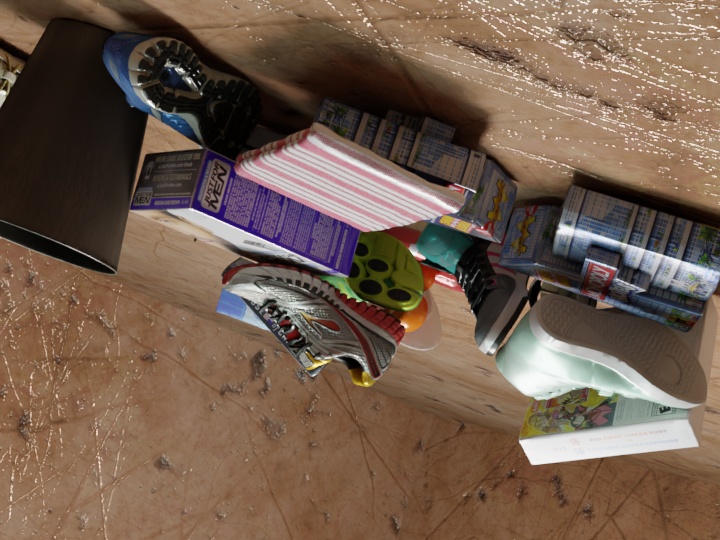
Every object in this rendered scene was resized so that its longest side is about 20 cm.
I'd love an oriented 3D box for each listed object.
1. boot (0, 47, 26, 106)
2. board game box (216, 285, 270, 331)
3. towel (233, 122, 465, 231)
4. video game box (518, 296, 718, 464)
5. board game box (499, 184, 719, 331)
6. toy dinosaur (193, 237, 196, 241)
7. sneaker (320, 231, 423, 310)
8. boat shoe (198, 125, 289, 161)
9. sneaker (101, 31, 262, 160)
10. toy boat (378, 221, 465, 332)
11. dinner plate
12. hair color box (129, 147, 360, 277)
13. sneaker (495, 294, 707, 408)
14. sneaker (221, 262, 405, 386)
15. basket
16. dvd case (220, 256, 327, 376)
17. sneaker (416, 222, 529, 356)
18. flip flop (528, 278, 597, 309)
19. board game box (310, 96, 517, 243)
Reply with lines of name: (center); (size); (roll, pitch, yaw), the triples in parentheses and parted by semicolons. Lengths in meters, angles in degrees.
boot: (-0.362, -0.197, 1.411); (0.198, 0.073, 0.155); (16, 168, 22)
board game box: (-0.058, 0.028, 1.663); (0.197, 0.044, 0.200); (21, -155, 1)
towel: (-0.014, -0.080, 1.147); (0.145, 0.030, 0.200); (23, 167, -21)
video game box: (0.272, 0.111, 1.395); (0.181, 0.201, 0.047); (-9, 124, 28)
board game box: (0.231, -0.014, 1.255); (0.198, 0.062, 0.200); (17, 171, 10)
toy dinosaur: (-0.099, -0.086, 1.431); (0.198, 0.059, 0.101); (-10, -150, -26)
sneaker: (0.000, 0.000, 1.434); (0.199, 0.074, 0.084); (20, 162, 44)
boat shoe: (-0.076, -0.110, 1.380); (0.199, 0.073, 0.071); (28, -177, -16)
sneaker: (-0.163, -0.166, 1.224); (0.089, 0.079, 0.200); (30, 175, 33)
toy boat: (0.062, 0.006, 1.536); (0.198, 0.132, 0.130); (20, 170, -10)
dinner plate: (0.032, 0.011, 1.631); (0.199, 0.024, 0.201); (36, -154, -21)
hair color box: (-0.108, -0.052, 1.291); (0.199, 0.065, 0.109); (25, 165, -38)
sneaker: (0.228, 0.094, 1.293); (0.199, 0.074, 0.118); (23, 145, -13)
sneaker: (-0.049, 0.052, 1.332); (0.199, 0.083, 0.078); (28, 166, -18)
basket: (-0.276, -0.121, 1.261); (0.180, 0.202, 0.135); (26, 168, -41)
dvd case: (-0.063, 0.024, 1.519); (0.150, 0.025, 0.200); (48, -153, 0)
sneaker: (0.112, -0.002, 1.364); (0.120, 0.084, 0.200); (29, -149, -4)
flip flop: (0.207, 0.030, 1.416); (0.057, 0.082, 0.200); (16, -164, 0)
board game box: (0.052, -0.093, 1.206); (0.198, 0.062, 0.200); (19, 171, -2)
